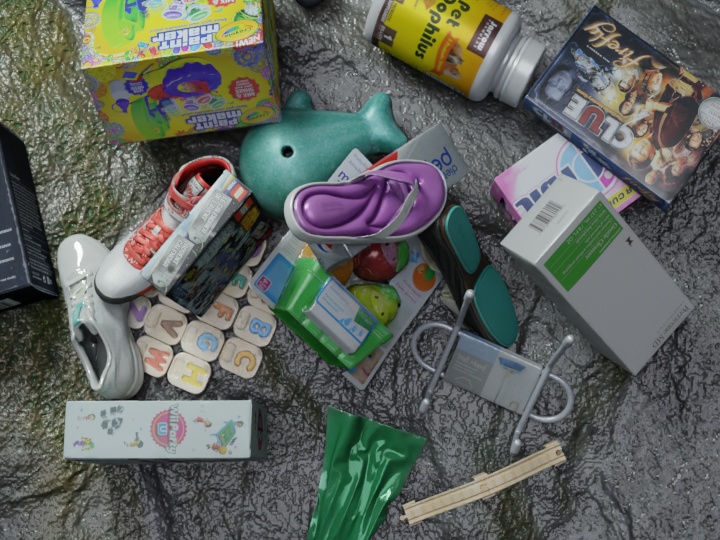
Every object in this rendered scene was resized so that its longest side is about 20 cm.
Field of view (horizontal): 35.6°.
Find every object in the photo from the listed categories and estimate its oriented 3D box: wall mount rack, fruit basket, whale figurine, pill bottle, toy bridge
[{"bbox_3d":[0.149,0.104,1.230,0.197,0.075,0.176,23,118,6],"label":"wall mount rack"},{"bbox_3d":[0.000,0.000,1.252,0.185,0.093,0.201,44,79,-20],"label":"fruit basket"},{"bbox_3d":[-0.045,-0.139,1.285,0.197,0.104,0.162,-22,81,1],"label":"whale figurine"},{"bbox_3d":[0.111,-0.270,1.296,0.198,0.109,0.110,29,84,6],"label":"pill bottle"},{"bbox_3d":[0.135,0.239,1.246,0.197,0.067,0.028,-22,82,-2],"label":"toy bridge"}]

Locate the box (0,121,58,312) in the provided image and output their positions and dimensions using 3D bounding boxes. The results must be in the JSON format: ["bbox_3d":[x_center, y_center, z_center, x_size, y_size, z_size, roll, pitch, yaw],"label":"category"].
[{"bbox_3d":[-0.449,-0.052,1.288,0.145,0.104,0.204,-14,81,0],"label":"box"}]

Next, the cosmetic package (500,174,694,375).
[{"bbox_3d":[0.258,0.005,1.217,0.108,0.085,0.200,-48,117,-1],"label":"cosmetic package"}]

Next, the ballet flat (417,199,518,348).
[{"bbox_3d":[0.116,0.003,1.263,0.068,0.068,0.202,-48,124,-35],"label":"ballet flat"}]

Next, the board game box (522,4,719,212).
[{"bbox_3d":[0.299,-0.181,1.247,0.199,0.035,0.136,37,83,8],"label":"board game box"}]

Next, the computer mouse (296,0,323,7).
[{"bbox_3d":[-0.065,-0.413,1.366,0.058,0.034,0.204,-7,76,18],"label":"computer mouse"}]

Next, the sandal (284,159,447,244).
[{"bbox_3d":[0.017,-0.068,1.136,0.200,0.050,0.084,-18,85,-33],"label":"sandal"}]

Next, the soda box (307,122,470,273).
[{"bbox_3d":[0.025,-0.081,1.213,0.199,0.063,0.069,-36,94,-33],"label":"soda box"}]

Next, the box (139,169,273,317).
[{"bbox_3d":[-0.160,-0.023,1.211,0.040,0.200,0.138,38,85,7],"label":"box"}]

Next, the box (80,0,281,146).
[{"bbox_3d":[-0.197,-0.262,1.263,0.196,0.123,0.195,-8,53,1],"label":"box"}]

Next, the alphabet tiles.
[{"bbox_3d":[-0.189,0.036,1.312,0.193,0.015,0.203,23,83,5],"label":"alphabet tiles"}]

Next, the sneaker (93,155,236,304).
[{"bbox_3d":[-0.218,-0.052,1.249,0.200,0.108,0.067,-36,71,-20],"label":"sneaker"}]

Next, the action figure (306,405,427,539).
[{"bbox_3d":[-0.011,0.264,1.254,0.116,0.055,0.203,18,90,3],"label":"action figure"}]

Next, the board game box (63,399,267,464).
[{"bbox_3d":[-0.207,0.178,1.227,0.196,0.148,0.066,0,79,2],"label":"board game box"}]

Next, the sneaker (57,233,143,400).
[{"bbox_3d":[-0.305,0.047,1.271,0.074,0.088,0.203,-26,76,12],"label":"sneaker"}]

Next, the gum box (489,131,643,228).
[{"bbox_3d":[0.252,-0.103,1.288,0.199,0.066,0.114,-35,81,-3],"label":"gum box"}]
